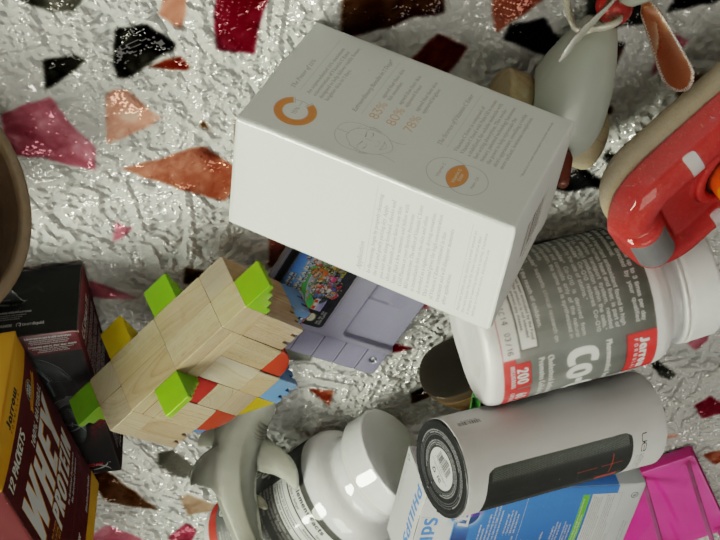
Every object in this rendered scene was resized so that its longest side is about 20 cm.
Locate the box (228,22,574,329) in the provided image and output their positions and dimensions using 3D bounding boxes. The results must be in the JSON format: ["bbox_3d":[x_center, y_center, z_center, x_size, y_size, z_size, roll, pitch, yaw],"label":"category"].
[{"bbox_3d":[0.026,-0.067,1.013,0.198,0.125,0.098,23,136,12],"label":"box"}]

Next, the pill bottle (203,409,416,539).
[{"bbox_3d":[-0.038,0.217,1.349,0.199,0.117,0.115,-36,128,26],"label":"pill bottle"}]

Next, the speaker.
[{"bbox_3d":[0.148,0.138,1.199,0.198,0.082,0.082,-10,140,-27],"label":"speaker"}]

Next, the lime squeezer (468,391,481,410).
[{"bbox_3d":[0.087,0.158,1.303,0.037,0.071,0.202,28,131,20],"label":"lime squeezer"}]

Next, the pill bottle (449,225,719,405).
[{"bbox_3d":[0.177,0.029,1.176,0.197,0.115,0.115,-14,136,-8],"label":"pill bottle"}]

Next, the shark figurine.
[{"bbox_3d":[-0.106,0.195,1.275,0.127,0.217,0.089,-17,168,33],"label":"shark figurine"}]

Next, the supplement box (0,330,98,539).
[{"bbox_3d":[-0.330,0.175,1.151,0.195,0.134,0.201,-9,136,7],"label":"supplement box"}]

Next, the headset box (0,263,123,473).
[{"bbox_3d":[-0.283,0.082,1.213,0.147,0.078,0.201,-6,137,-1],"label":"headset box"}]

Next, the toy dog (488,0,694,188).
[{"bbox_3d":[0.162,-0.137,1.034,0.130,0.097,0.201,-1,135,-9],"label":"toy dog"}]

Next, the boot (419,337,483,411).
[{"bbox_3d":[0.154,0.077,1.278,0.198,0.074,0.076,-15,150,17],"label":"boot"}]

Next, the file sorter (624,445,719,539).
[{"bbox_3d":[0.260,0.289,1.451,0.198,0.126,0.139,-21,134,14],"label":"file sorter"}]

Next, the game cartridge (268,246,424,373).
[{"bbox_3d":[0.000,0.000,1.198,0.128,0.039,0.201,14,132,-25],"label":"game cartridge"}]

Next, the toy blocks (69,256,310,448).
[{"bbox_3d":[-0.110,0.073,1.168,0.200,0.100,0.136,-42,146,17],"label":"toy blocks"}]

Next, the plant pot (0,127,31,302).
[{"bbox_3d":[-0.356,-0.025,1.038,0.199,0.202,0.174,27,145,-30],"label":"plant pot"}]

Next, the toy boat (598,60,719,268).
[{"bbox_3d":[0.277,-0.065,1.065,0.200,0.131,0.130,-42,150,6],"label":"toy boat"}]

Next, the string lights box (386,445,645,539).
[{"bbox_3d":[0.131,0.201,1.265,0.197,0.059,0.104,0,128,-17],"label":"string lights box"}]
